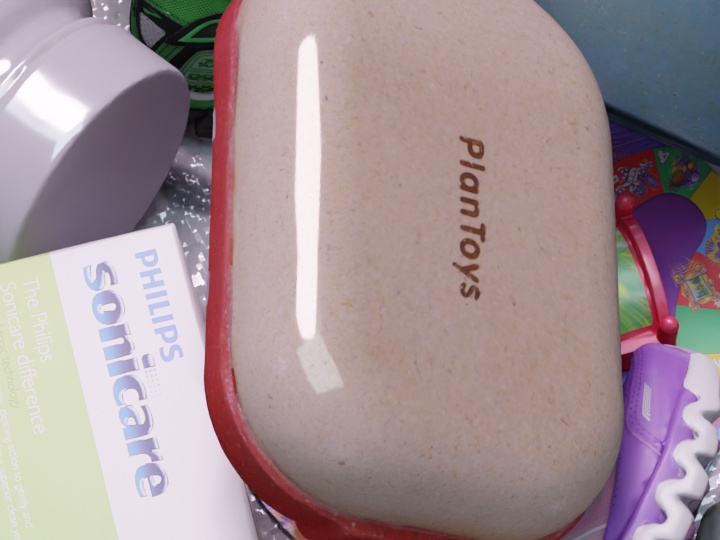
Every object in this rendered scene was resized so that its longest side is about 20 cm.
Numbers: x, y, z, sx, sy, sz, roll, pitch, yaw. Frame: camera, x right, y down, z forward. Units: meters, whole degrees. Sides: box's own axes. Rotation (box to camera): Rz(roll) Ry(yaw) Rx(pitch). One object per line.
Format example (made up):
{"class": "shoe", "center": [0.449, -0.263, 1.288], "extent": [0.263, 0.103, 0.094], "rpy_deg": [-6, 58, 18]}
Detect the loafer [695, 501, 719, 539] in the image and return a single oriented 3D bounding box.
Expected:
{"class": "loafer", "center": [0.202, 0.069, 0.864], "extent": [0.199, 0.070, 0.070], "rpy_deg": [-9, 51, -6]}

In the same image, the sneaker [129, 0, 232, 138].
{"class": "sneaker", "center": [0.002, -0.130, 0.942], "extent": [0.078, 0.085, 0.200], "rpy_deg": [41, 71, 17]}

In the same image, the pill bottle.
{"class": "pill bottle", "center": [-0.164, -0.080, 0.904], "extent": [0.200, 0.114, 0.114], "rpy_deg": [35, 70, 15]}

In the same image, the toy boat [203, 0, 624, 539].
{"class": "toy boat", "center": [0.000, 0.000, 0.822], "extent": [0.130, 0.131, 0.201], "rpy_deg": [15, 61, -28]}

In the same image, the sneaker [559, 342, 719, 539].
{"class": "sneaker", "center": [0.047, 0.105, 0.829], "extent": [0.088, 0.081, 0.200], "rpy_deg": [23, 74, 12]}

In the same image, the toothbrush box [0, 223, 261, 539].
{"class": "toothbrush box", "center": [-0.134, 0.087, 0.841], "extent": [0.199, 0.086, 0.146], "rpy_deg": [-15, 67, -6]}

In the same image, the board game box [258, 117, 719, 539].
{"class": "board game box", "center": [0.051, 0.018, 0.897], "extent": [0.158, 0.039, 0.200], "rpy_deg": [27, 69, 12]}

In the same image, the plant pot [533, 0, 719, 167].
{"class": "plant pot", "center": [0.117, -0.110, 0.891], "extent": [0.200, 0.200, 0.135], "rpy_deg": [24, 93, 11]}
